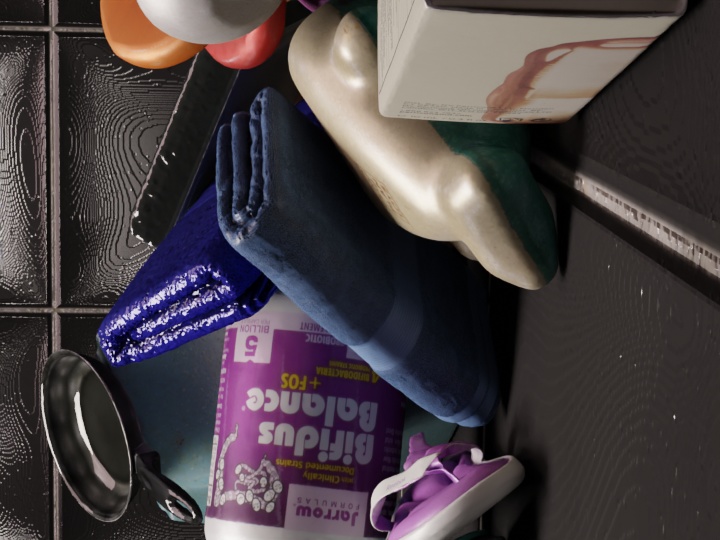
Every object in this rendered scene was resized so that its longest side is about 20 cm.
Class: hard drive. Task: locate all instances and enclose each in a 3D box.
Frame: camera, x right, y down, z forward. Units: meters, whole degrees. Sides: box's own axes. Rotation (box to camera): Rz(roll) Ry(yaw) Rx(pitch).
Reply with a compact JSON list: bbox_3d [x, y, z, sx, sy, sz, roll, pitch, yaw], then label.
[{"bbox_3d":[-0.085,-0.104,1.092,0.140,0.033,0.200,-64,-7,22],"label":"hard drive"}]

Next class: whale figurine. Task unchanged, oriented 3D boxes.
[{"bbox_3d":[0.046,-0.072,0.786,0.159,0.104,0.200,56,176,-35],"label":"whale figurine"}]

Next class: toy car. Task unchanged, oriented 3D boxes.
[{"bbox_3d":[-0.057,-0.180,0.834,0.175,0.200,0.150,44,167,41],"label":"toy car"}]

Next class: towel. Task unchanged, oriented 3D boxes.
[{"bbox_3d":[0.000,0.000,0.868,0.200,0.048,0.112,42,-151,-34],"label":"towel"},{"bbox_3d":[-0.064,-0.031,0.967,0.147,0.050,0.200,-30,20,48],"label":"towel"}]

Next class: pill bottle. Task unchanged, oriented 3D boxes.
[{"bbox_3d":[-0.032,0.115,0.955,0.112,0.111,0.202,118,157,-82],"label":"pill bottle"}]

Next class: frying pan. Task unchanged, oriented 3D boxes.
[{"bbox_3d":[-0.151,0.100,1.024,0.190,0.031,0.116,-12,94,54],"label":"frying pan"}]

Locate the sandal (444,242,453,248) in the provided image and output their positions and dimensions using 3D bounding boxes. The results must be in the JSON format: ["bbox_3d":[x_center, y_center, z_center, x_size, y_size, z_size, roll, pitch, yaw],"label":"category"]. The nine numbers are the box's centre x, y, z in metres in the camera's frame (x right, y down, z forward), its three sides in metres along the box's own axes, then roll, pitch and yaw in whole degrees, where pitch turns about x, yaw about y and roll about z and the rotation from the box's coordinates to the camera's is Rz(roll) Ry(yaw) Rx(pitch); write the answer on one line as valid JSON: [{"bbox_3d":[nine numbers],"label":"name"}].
[{"bbox_3d":[0.029,-0.038,1.119,0.212,0.069,0.078,96,174,-54],"label":"sandal"}]

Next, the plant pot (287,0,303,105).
[{"bbox_3d":[-0.012,-0.166,1.254,0.200,0.139,0.202,180,90,-86],"label":"plant pot"}]

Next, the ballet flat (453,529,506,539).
[{"bbox_3d":[0.052,0.181,0.875,0.200,0.074,0.075,97,173,-78],"label":"ballet flat"}]

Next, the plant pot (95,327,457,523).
[{"bbox_3d":[-0.067,0.071,1.117,0.197,0.199,0.197,62,168,16],"label":"plant pot"}]

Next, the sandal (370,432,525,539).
[{"bbox_3d":[0.035,0.113,0.860,0.050,0.082,0.203,52,174,4],"label":"sandal"}]

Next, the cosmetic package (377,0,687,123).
[{"bbox_3d":[0.055,-0.120,0.603,0.200,0.087,0.104,133,138,-86],"label":"cosmetic package"}]
